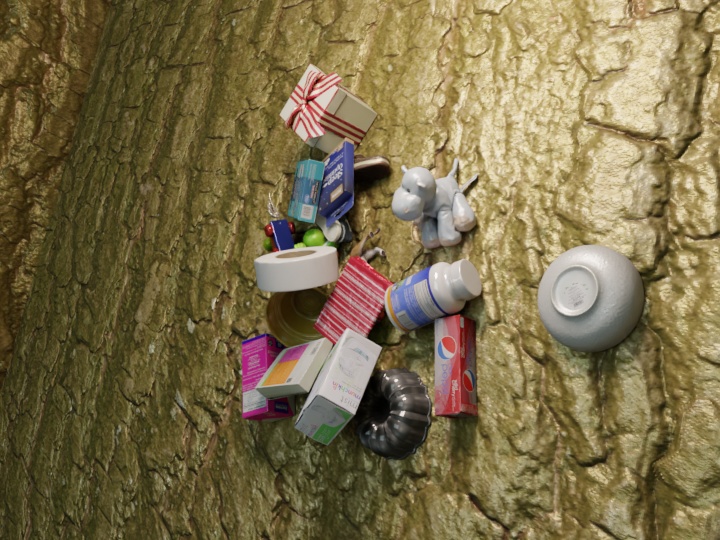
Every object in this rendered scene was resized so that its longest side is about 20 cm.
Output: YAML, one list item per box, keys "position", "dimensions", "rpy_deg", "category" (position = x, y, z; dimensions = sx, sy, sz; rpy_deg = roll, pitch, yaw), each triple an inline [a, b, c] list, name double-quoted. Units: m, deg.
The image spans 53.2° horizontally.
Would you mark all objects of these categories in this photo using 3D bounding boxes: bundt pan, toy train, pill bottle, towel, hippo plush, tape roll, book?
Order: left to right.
- position: [-0.235, -0.096, 1.967]
  dimensions: [0.116, 0.083, 0.203]
  rpy_deg: [-43, 61, 53]
  category: "toy train"
- position: [-0.157, 0.232, 1.712]
  dimensions: [0.199, 0.048, 0.135]
  rpy_deg: [-20, 34, 53]
  category: "book"
- position: [-0.151, -0.005, 1.718]
  dimensions: [0.200, 0.200, 0.072]
  rpy_deg: [3, 105, 44]
  category: "tape roll"
- position: [-0.014, 0.084, 1.670]
  dimensions: [0.144, 0.022, 0.202]
  rpy_deg: [35, 100, 32]
  category: "towel"
- position: [0.057, 0.309, 1.578]
  dimensions: [0.200, 0.075, 0.206]
  rpy_deg: [-17, 64, 39]
  category: "bundt pan"
- position: [0.160, -0.152, 1.573]
  dimensions: [0.202, 0.159, 0.159]
  rpy_deg: [-57, 46, 13]
  category: "hippo plush"
- position: [0.157, 0.050, 1.543]
  dimensions: [0.198, 0.111, 0.114]
  rpy_deg: [-27, 59, 34]
  category: "pill bottle"

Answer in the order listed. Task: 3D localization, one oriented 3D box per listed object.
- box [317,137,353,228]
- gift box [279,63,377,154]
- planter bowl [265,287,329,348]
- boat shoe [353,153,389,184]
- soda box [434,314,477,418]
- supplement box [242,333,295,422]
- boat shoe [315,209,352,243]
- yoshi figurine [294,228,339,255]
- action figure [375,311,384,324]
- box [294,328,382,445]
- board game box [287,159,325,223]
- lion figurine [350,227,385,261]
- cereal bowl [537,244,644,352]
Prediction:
- position: [-0.061, -0.220, 1.803]
  dimensions: [0.121, 0.032, 0.203]
  rpy_deg: [-36, 45, 43]
  category: "box"
- position: [-0.082, -0.412, 1.877]
  dimensions: [0.200, 0.185, 0.187]
  rpy_deg: [42, 106, 44]
  category: "gift box"
- position: [-0.133, 0.100, 1.794]
  dimensions: [0.199, 0.200, 0.084]
  rpy_deg: [-37, 17, 28]
  category: "planter bowl"
- position: [-0.005, -0.268, 1.836]
  dimensions: [0.200, 0.074, 0.076]
  rpy_deg: [-13, 61, 41]
  category: "boat shoe"
- position: [0.196, 0.200, 1.489]
  dimensions: [0.069, 0.063, 0.204]
  rpy_deg: [-14, 66, 40]
  category: "soda box"
- position: [-0.238, 0.278, 1.853]
  dimensions: [0.102, 0.100, 0.204]
  rpy_deg: [-20, 64, 36]
  category: "supplement box"
- position: [-0.072, -0.140, 1.860]
  dimensions: [0.076, 0.061, 0.201]
  rpy_deg: [-60, 37, 22]
  category: "boat shoe"
- position: [-0.147, -0.030, 1.865]
  dimensions: [0.199, 0.112, 0.113]
  rpy_deg: [-42, 29, 5]
  category: "yoshi figurine"
- position: [-0.008, 0.126, 1.705]
  dimensions: [0.199, 0.065, 0.052]
  rpy_deg: [-41, 30, 17]
  category: "action figure"
- position: [-0.053, 0.258, 1.582]
  dimensions: [0.201, 0.095, 0.178]
  rpy_deg: [-57, 7, 52]
  category: "box"
- position: [-0.144, -0.209, 1.887]
  dimensions: [0.200, 0.046, 0.154]
  rpy_deg: [-151, 72, -75]
  category: "board game box"
- position: [0.000, 0.000, 1.753]
  dimensions: [0.122, 0.072, 0.203]
  rpy_deg: [-24, 46, 47]
  category: "lion figurine"
- position: [0.410, 0.045, 1.322]
  dimensions: [0.198, 0.083, 0.204]
  rpy_deg: [-17, 64, 38]
  category: "cereal bowl"
